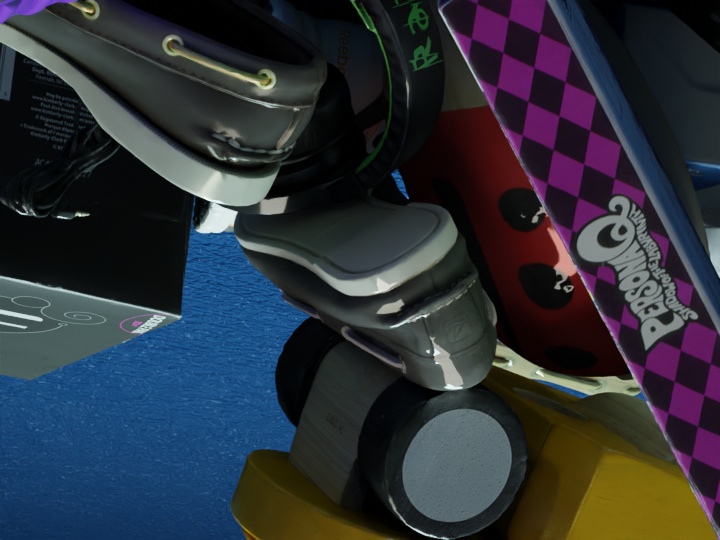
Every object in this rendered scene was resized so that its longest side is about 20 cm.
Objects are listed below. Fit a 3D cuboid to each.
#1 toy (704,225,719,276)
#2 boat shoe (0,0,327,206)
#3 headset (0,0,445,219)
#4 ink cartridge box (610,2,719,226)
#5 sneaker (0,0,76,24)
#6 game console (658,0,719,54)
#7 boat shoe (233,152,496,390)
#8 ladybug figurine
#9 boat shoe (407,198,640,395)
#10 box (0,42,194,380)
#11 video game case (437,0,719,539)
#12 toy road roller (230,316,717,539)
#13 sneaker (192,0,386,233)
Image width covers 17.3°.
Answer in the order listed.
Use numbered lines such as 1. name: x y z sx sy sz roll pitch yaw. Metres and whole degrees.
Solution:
1. toy: 0.201 0.023 1.014 0.115 0.047 0.200 0 145 32
2. boat shoe: -0.101 -0.105 0.828 0.201 0.061 0.072 36 -152 5
3. headset: -0.057 -0.069 0.887 0.200 0.124 0.094 -20 -165 50
4. ink cartridge box: 0.147 -0.046 1.039 0.116 0.067 0.200 8 166 -5
5. sneaker: -0.108 -0.112 0.737 0.099 0.070 0.200 -22 -179 25
6. game console: 0.152 -0.061 0.746 0.172 0.119 0.200 39 156 -11
7. boat shoe: 0.000 0.000 0.896 0.067 0.057 0.200 -29 -163 -8
8. ladybug figurine: 0.067 -0.033 0.916 0.136 0.072 0.200 15 137 57
9. boat shoe: 0.048 0.018 1.019 0.199 0.073 0.063 12 122 -20
10. box: -0.181 -0.033 1.114 0.148 0.125 0.200 13 163 -25
11. video game case: 0.083 -0.024 0.765 0.036 0.200 0.181 -27 -165 10
12. toy road roller: 0.044 0.110 0.915 0.199 0.146 0.123 18 -173 -26
13. sneaker: -0.027 -0.058 1.054 0.080 0.074 0.200 7 166 -13
